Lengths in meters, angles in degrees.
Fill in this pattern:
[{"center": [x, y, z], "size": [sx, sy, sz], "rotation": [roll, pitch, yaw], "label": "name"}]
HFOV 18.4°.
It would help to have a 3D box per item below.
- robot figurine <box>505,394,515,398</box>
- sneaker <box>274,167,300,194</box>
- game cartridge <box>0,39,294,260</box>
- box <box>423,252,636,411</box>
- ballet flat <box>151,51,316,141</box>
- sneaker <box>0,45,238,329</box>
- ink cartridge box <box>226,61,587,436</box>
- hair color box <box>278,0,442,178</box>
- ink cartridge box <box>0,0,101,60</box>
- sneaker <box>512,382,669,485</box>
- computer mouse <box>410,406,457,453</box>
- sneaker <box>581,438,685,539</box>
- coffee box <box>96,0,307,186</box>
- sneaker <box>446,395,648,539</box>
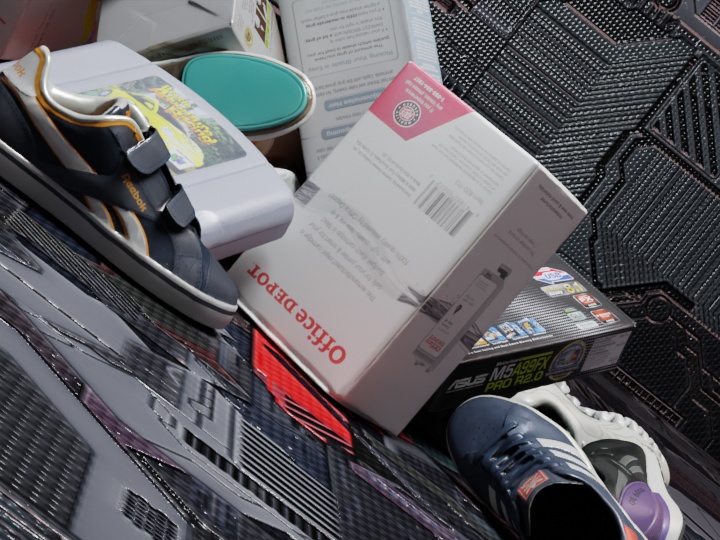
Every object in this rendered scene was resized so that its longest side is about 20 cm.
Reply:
[{"center": [0.079, 0.037, 1.797], "size": [0.124, 0.151, 0.200], "rotation": [22, 12, -24], "label": "robot figurine"}, {"center": [-0.120, -0.048, 1.596], "size": [0.082, 0.077, 0.200], "rotation": [5, -5, 29], "label": "sneaker"}, {"center": [-0.142, -0.081, 1.465], "size": [0.200, 0.041, 0.133], "rotation": [41, 31, 23], "label": "game cartridge"}, {"center": [0.078, 0.023, 1.614], "size": [0.200, 0.044, 0.160], "rotation": [-9, 42, -42], "label": "box"}, {"center": [-0.126, -0.115, 1.578], "size": [0.199, 0.070, 0.069], "rotation": [-1, 0, 8], "label": "ballet flat"}, {"center": [-0.137, -0.049, 1.309], "size": [0.200, 0.079, 0.078], "rotation": [39, 4, -15], "label": "sneaker"}, {"center": [0.027, -0.015, 1.478], "size": [0.146, 0.200, 0.083], "rotation": [43, 3, 39], "label": "ink cartridge box"}, {"center": [0.005, -0.137, 1.647], "size": [0.061, 0.099, 0.201], "rotation": [2, 78, -69], "label": "hair color box"}, {"center": [-0.250, -0.215, 1.699], "size": [0.117, 0.067, 0.200], "rotation": [43, 26, 28], "label": "ink cartridge box"}, {"center": [0.195, 0.153, 1.981], "size": [0.200, 0.075, 0.081], "rotation": [35, 20, -18], "label": "sneaker"}, {"center": [0.086, 0.111, 1.608], "size": [0.200, 0.053, 0.139], "rotation": [39, 6, 0], "label": "computer mouse"}, {"center": [0.191, 0.166, 1.775], "size": [0.087, 0.076, 0.200], "rotation": [31, 7, -15], "label": "sneaker"}, {"center": [-0.102, -0.130, 1.664], "size": [0.200, 0.114, 0.080], "rotation": [56, 27, -46], "label": "coffee box"}, {"center": [0.116, 0.140, 1.431], "size": [0.200, 0.075, 0.084], "rotation": [43, 2, 37], "label": "sneaker"}]
